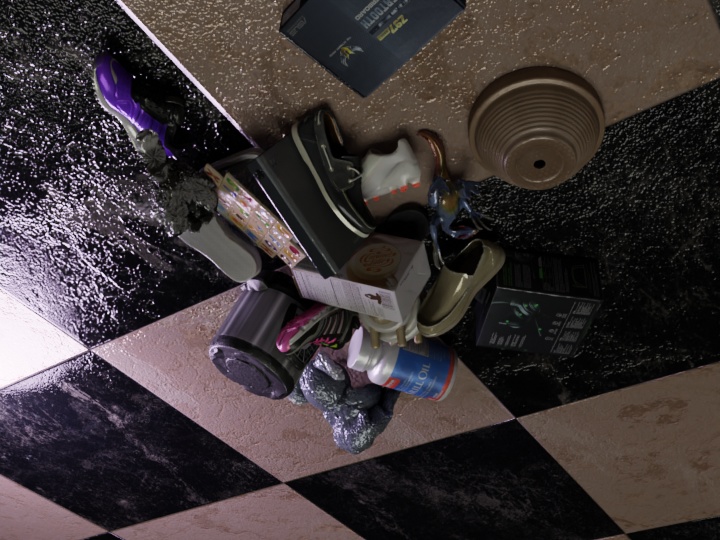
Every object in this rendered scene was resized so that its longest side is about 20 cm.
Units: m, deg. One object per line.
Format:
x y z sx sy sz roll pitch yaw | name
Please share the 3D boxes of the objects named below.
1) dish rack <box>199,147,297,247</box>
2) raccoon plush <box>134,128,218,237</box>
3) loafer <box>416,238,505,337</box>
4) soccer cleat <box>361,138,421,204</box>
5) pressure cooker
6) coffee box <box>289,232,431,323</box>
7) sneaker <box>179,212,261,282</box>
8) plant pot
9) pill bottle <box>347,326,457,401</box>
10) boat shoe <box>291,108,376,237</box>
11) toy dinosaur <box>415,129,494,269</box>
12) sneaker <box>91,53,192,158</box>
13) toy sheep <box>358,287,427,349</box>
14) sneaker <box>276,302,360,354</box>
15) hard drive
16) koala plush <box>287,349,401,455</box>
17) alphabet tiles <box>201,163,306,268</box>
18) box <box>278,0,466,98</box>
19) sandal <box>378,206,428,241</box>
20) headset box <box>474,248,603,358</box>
-0.157 -0.119 1.346 0.171 0.044 0.200 -13 137 37 | dish rack
-0.294 -0.143 1.275 0.096 0.134 0.201 -29 124 -25 | raccoon plush
0.157 0.022 1.402 0.200 0.076 0.068 -51 131 -3 | loafer
0.012 -0.146 1.307 0.199 0.078 0.069 -15 -179 41 | soccer cleat
-0.158 0.106 1.507 0.178 0.201 0.176 29 149 1 | pressure cooker
0.000 0.000 1.375 0.199 0.115 0.080 13 141 29 | coffee box
-0.247 -0.059 1.415 0.074 0.116 0.200 -42 90 3 | sneaker
0.255 -0.184 1.211 0.199 0.093 0.202 4 139 3 | plant pot
0.079 0.176 1.624 0.198 0.113 0.112 17 138 -14 | pill bottle
-0.028 -0.143 1.247 0.067 0.072 0.201 -26 95 24 | boat shoe
0.151 -0.111 1.337 0.104 0.202 0.182 -11 173 -2 | toy dinosaur
-0.308 -0.243 1.220 0.099 0.070 0.201 -10 144 13 | sneaker
0.062 0.067 1.479 0.137 0.139 0.200 -11 176 17 | toy sheep
-0.061 0.103 1.422 0.073 0.200 0.088 -18 101 38 | sneaker
-0.074 -0.101 1.244 0.033 0.140 0.201 -27 104 31 | hard drive
-0.044 0.250 1.693 0.200 0.185 0.177 40 129 -18 | koala plush
-0.167 -0.080 1.282 0.200 0.006 0.166 43 160 -6 | alphabet tiles
0.014 -0.338 1.089 0.157 0.051 0.199 32 132 -29 | box
0.051 -0.035 1.433 0.075 0.048 0.200 24 136 -20 | sandal
0.303 0.059 1.482 0.198 0.093 0.175 6 139 -1 | headset box
